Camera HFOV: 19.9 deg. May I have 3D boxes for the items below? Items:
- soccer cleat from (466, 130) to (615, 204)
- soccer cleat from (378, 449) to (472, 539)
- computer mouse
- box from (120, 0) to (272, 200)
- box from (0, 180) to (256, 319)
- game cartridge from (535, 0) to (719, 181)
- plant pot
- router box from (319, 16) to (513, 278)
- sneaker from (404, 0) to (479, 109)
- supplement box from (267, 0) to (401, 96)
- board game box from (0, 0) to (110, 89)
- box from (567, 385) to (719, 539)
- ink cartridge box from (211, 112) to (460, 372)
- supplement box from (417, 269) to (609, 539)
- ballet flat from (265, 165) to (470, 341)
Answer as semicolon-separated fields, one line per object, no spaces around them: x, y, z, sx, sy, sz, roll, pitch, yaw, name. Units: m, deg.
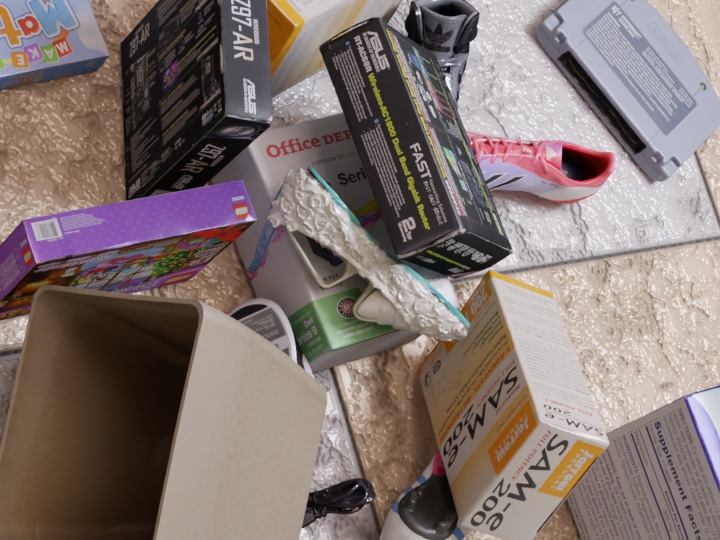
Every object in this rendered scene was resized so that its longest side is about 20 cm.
0.144;-0.102;1.910;0.199;0.076;0.067;8;66;-29;soccer cleat
0.068;0.203;1.749;0.070;0.087;0.200;41;29;13;soccer cleat
-0.062;0.118;1.694;0.044;0.109;0.201;30;40;-63;computer mouse
-0.138;-0.156;1.684;0.043;0.200;0.161;8;65;-28;box
-0.198;-0.014;1.627;0.199;0.137;0.039;-12;76;-34;box
0.276;-0.201;2.058;0.200;0.041;0.133;51;49;-3;game cartridge
-0.140;0.133;1.552;0.177;0.199;0.201;18;80;-44;plant pot
0.048;-0.099;1.721;0.150;0.062;0.201;21;46;-68;router box
0.062;-0.174;1.846;0.075;0.114;0.201;9;48;0;sneaker
-0.042;-0.233;1.795;0.074;0.126;0.200;47;46;9;supplement box
-0.314;-0.250;1.718;0.151;0.037;0.201;-17;80;-36;board game box
0.289;0.212;1.789;0.104;0.200;0.185;-11;76;-35;box
-0.024;-0.027;1.770;0.145;0.087;0.201;-15;77;-34;ink cartridge box
0.124;0.113;1.722;0.073;0.126;0.200;20;30;-25;supplement box
0.000;0.000;1.692;0.200;0.072;0.072;44;54;-6;ballet flat
